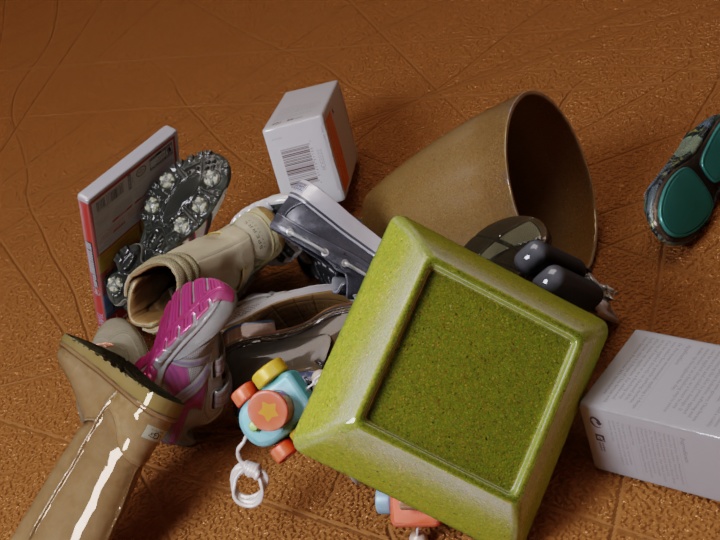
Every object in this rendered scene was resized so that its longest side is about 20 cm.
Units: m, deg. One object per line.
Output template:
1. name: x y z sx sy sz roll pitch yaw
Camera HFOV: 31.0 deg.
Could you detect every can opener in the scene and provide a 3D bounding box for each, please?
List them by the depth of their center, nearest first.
1. can opener: 0.178 0.021 1.125 0.066 0.200 0.053 -40 67 11

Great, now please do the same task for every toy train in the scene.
1. toy train: -0.019 0.142 1.023 0.198 0.152 0.056 2 0 16

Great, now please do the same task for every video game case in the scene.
1. video game case: -0.247 -0.044 1.429 0.017 0.201 0.143 27 50 22

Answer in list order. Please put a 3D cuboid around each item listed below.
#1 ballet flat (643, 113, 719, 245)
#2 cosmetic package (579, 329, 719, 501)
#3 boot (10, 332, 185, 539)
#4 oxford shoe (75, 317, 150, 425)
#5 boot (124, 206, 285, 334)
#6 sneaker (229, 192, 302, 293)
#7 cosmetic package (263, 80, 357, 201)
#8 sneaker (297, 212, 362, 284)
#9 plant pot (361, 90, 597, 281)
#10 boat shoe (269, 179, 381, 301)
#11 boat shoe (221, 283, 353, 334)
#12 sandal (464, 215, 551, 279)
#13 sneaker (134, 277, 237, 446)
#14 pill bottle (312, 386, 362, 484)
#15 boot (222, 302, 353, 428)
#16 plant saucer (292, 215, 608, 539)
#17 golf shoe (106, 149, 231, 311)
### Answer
1. ballet flat: 0.324 -0.083 1.302 0.074 0.075 0.200 9 39 39
2. cosmetic package: 0.280 0.116 0.987 0.199 0.072 0.101 11 42 41
3. boot: -0.253 0.169 1.120 0.175 0.066 0.201 27 87 48
4. oxford shoe: -0.255 0.095 1.325 0.070 0.074 0.200 -19 31 1
5. boot: -0.178 0.021 1.305 0.155 0.073 0.200 -31 -5 -43
6. sneaker: -0.103 -0.038 1.382 0.200 0.075 0.081 -33 12 47
7. cosmetic package: -0.055 -0.148 1.518 0.071 0.102 0.200 -13 18 8
8. sneaker: -0.012 -0.018 1.374 0.080 0.074 0.200 -23 32 -13
9. plant pot: 0.107 -0.059 1.291 0.199 0.187 0.187 -15 28 34
10. boat shoe: 0.000 0.000 1.248 0.068 0.200 0.072 -53 15 -9
11. boat shoe: -0.094 0.049 1.310 0.198 0.071 0.070 -17 30 7
12. sandal: 0.108 0.034 1.173 0.201 0.054 0.082 -56 36 18
13. sneaker: -0.153 0.088 1.197 0.200 0.088 0.082 -54 20 36
14. pill bottle: 0.068 0.096 1.091 0.199 0.114 0.113 -26 30 5
15. boot: -0.035 0.093 1.232 0.198 0.075 0.098 -11 53 8
16. plant saucer: 0.078 0.084 0.980 0.201 0.198 0.048 -65 7 -13
17. golf shoe: -0.200 -0.040 1.417 0.077 0.088 0.201 37 96 23
